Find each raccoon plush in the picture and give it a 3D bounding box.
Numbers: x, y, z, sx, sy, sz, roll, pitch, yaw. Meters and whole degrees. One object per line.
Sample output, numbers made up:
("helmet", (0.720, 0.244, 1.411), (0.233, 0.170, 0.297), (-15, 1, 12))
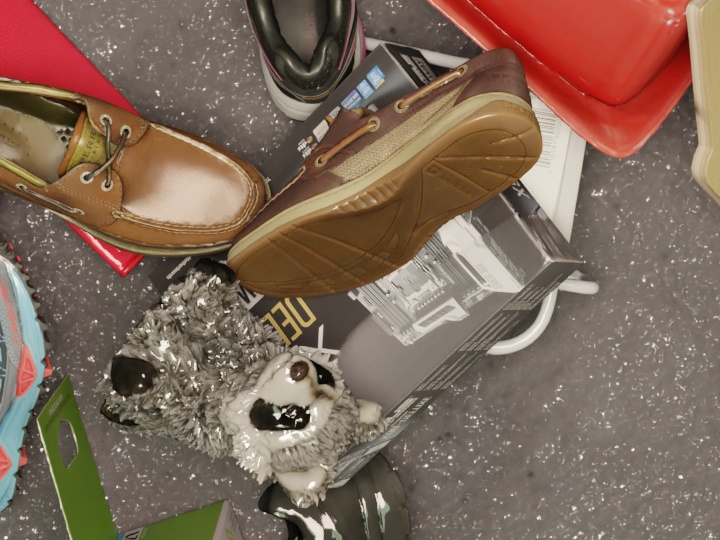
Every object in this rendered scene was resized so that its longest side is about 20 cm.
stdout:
("raccoon plush", (-0.061, 0.073, 1.313), (0.134, 0.200, 0.097), (38, 79, 3))

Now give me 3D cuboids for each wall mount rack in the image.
("wall mount rack", (0.059, -0.060, 1.381), (0.173, 0.075, 0.201), (10, 97, -3))

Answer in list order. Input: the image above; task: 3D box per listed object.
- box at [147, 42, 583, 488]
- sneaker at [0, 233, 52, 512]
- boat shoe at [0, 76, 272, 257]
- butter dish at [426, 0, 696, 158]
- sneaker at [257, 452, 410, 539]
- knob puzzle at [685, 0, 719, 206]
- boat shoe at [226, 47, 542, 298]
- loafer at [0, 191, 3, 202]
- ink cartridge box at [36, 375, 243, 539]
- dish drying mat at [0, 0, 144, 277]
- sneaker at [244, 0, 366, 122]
("box", (0.000, 0.000, 1.347), (0.200, 0.050, 0.158), (-43, 71, 21))
("sneaker", (-0.230, 0.067, 1.349), (0.095, 0.079, 0.200), (-10, 130, -31))
("boat shoe", (-0.147, -0.057, 1.323), (0.199, 0.068, 0.072), (13, 79, 4))
("butter dish", (0.137, -0.200, 1.288), (0.199, 0.148, 0.200), (41, 55, -5))
("sneaker", (-0.013, 0.206, 1.404), (0.091, 0.076, 0.201), (-9, 89, -20))
("knob puzzle", (0.237, -0.110, 1.339), (0.030, 0.219, 0.220), (24, 99, 37))
("boat shoe", (0.010, -0.053, 1.286), (0.200, 0.072, 0.072), (-33, 135, 32))
("loafer", (-0.274, 0.006, 1.389), (0.070, 0.075, 0.200), (36, 95, -6))
("ink cartridge box", (-0.111, 0.155, 1.370), (0.076, 0.148, 0.201), (-17, 97, 3))
("dish drying mat", (-0.178, -0.093, 1.390), (0.200, 0.018, 0.077), (47, 66, -4))
("sneaker", (-0.035, -0.187, 1.345), (0.080, 0.086, 0.201), (-16, 84, 1))
